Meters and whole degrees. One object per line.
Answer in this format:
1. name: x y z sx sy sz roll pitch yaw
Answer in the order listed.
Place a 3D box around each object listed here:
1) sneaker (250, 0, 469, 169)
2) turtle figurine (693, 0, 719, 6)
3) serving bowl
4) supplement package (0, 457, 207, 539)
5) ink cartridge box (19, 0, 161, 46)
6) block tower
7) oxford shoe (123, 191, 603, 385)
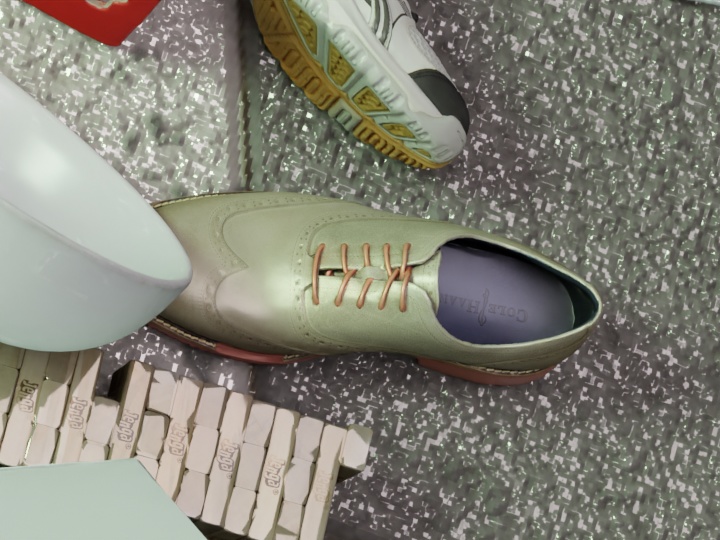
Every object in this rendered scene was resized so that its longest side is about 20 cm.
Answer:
1. sneaker: -0.012 -0.134 1.204 0.088 0.076 0.200 -42 94 -20
2. turtle figurine: 0.200 -0.170 1.273 0.199 0.101 0.151 -5 81 -24
3. serving bowl: -0.158 -0.033 1.090 0.200 0.200 0.066 37 100 -8
4. supplement package: -0.147 0.185 1.028 0.190 0.147 0.201 -3 104 -19
5. ink cartridge box: -0.152 -0.173 1.144 0.199 0.116 0.068 30 71 -11
6. block tower: -0.099 0.062 1.149 0.199 0.054 0.058 16 76 -14
7. oxford shoe: 0.000 0.000 1.182 0.199 0.074 0.071 5 78 -17
